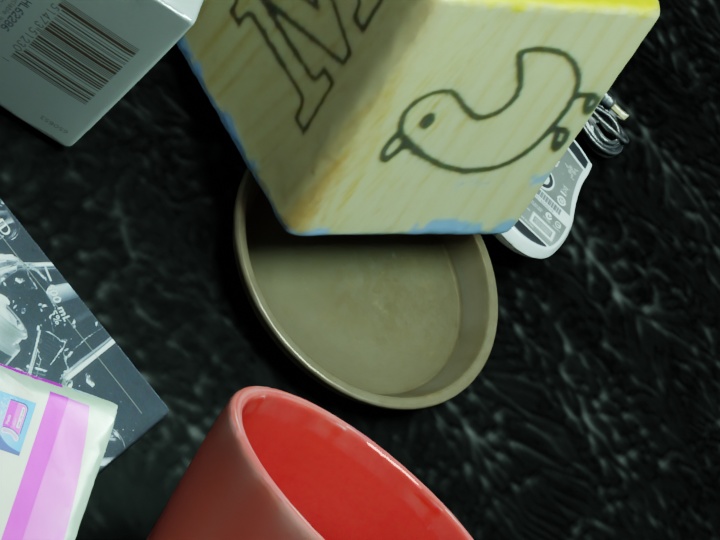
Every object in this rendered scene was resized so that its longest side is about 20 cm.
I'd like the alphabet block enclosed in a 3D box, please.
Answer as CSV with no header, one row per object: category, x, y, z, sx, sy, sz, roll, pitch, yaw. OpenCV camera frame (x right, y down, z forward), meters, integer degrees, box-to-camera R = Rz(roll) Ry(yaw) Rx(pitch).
alphabet block,0.030,-0.158,1.800,0.195,0.200,0.197,-3,48,-39

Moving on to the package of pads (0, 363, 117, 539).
package of pads,-0.226,0.136,1.440,0.154,0.068,0.201,20,74,-11

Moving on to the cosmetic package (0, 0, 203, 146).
cosmetic package,-0.175,-0.222,1.740,0.166,0.167,0.201,33,49,-16

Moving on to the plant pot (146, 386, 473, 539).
plant pot,-0.045,0.194,1.563,0.200,0.178,0.201,38,14,-11

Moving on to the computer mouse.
computer mouse,0.118,-0.076,1.963,0.110,0.044,0.200,44,42,-14

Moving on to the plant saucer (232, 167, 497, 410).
plant saucer,0.000,0.000,1.840,0.199,0.029,0.201,18,56,-27

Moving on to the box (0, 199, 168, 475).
box,-0.242,0.064,1.572,0.200,0.104,0.182,51,46,-2
